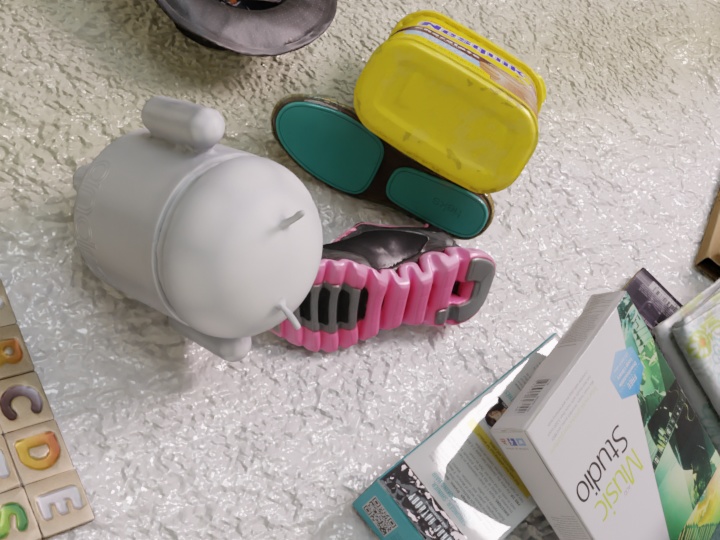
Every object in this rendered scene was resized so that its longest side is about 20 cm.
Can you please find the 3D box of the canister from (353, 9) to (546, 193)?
[{"bbox_3d":[0.076,-0.141,0.827,0.148,0.087,0.200,30,20,-2],"label":"canister"}]

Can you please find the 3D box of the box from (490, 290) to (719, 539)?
[{"bbox_3d":[0.184,0.136,0.707,0.144,0.036,0.201,-46,113,-33],"label":"box"}]

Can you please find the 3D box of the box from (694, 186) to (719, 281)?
[{"bbox_3d":[0.425,-0.023,1.032,0.163,0.021,0.200,36,48,-1],"label":"box"}]

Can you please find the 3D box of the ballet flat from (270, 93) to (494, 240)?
[{"bbox_3d":[0.019,-0.088,0.837,0.199,0.071,0.071,26,49,-9],"label":"ballet flat"}]

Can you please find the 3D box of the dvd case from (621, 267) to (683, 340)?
[{"bbox_3d":[0.244,0.099,0.849,0.149,0.016,0.200,46,48,7],"label":"dvd case"}]

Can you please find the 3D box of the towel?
[{"bbox_3d":[0.341,0.100,0.860,0.171,0.048,0.201,-26,84,-38],"label":"towel"}]

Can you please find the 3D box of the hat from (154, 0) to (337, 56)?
[{"bbox_3d":[-0.121,-0.246,0.861,0.200,0.081,0.202,12,61,-23],"label":"hat"}]

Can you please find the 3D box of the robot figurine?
[{"bbox_3d":[-0.103,-0.025,0.650,0.199,0.171,0.113,20,37,41],"label":"robot figurine"}]

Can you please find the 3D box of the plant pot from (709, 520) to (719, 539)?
[{"bbox_3d":[0.290,0.270,0.613,0.195,0.201,0.196,33,6,-4],"label":"plant pot"}]

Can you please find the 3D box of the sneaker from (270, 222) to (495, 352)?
[{"bbox_3d":[0.000,0.000,0.764,0.199,0.079,0.095,-4,37,-31],"label":"sneaker"}]

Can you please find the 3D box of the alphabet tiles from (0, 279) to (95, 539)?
[{"bbox_3d":[-0.247,0.105,0.567,0.167,0.008,0.201,-13,69,-40],"label":"alphabet tiles"}]

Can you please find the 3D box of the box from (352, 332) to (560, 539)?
[{"bbox_3d":[0.094,0.130,0.711,0.200,0.049,0.082,-32,77,-35],"label":"box"}]
